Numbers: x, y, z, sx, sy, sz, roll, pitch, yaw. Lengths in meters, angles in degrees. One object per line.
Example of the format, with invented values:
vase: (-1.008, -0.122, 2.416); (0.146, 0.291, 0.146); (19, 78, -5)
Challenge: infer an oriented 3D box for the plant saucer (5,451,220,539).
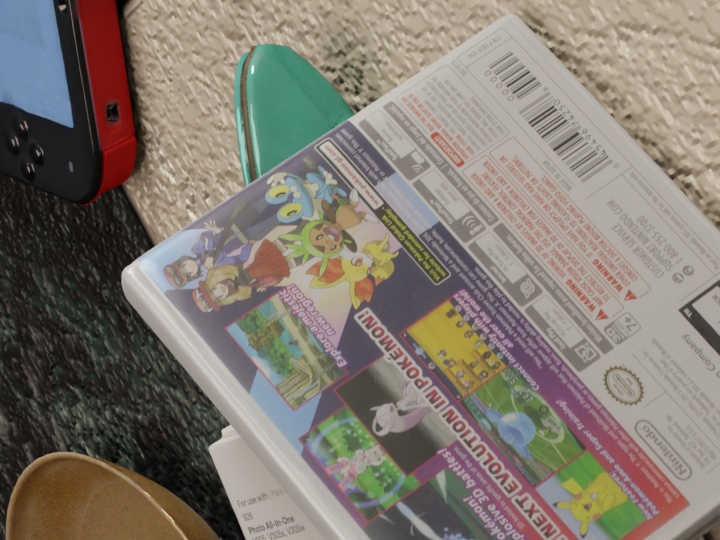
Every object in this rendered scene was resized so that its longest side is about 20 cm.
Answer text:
plant saucer: (-0.101, 0.176, 1.373); (0.200, 0.035, 0.200); (29, 130, 40)

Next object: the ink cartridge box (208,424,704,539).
ink cartridge box: (0.053, 0.122, 1.059); (0.084, 0.146, 0.200); (-22, 93, 54)

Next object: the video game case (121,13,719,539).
video game case: (0.046, 0.026, 0.988); (0.200, 0.182, 0.023); (49, 161, 20)

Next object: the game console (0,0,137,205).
game console: (-0.173, -0.137, 1.287); (0.177, 0.031, 0.200); (18, 123, 45)

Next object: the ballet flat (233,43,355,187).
ballet flat: (0.000, 0.000, 1.137); (0.070, 0.067, 0.200); (1, 113, 25)
